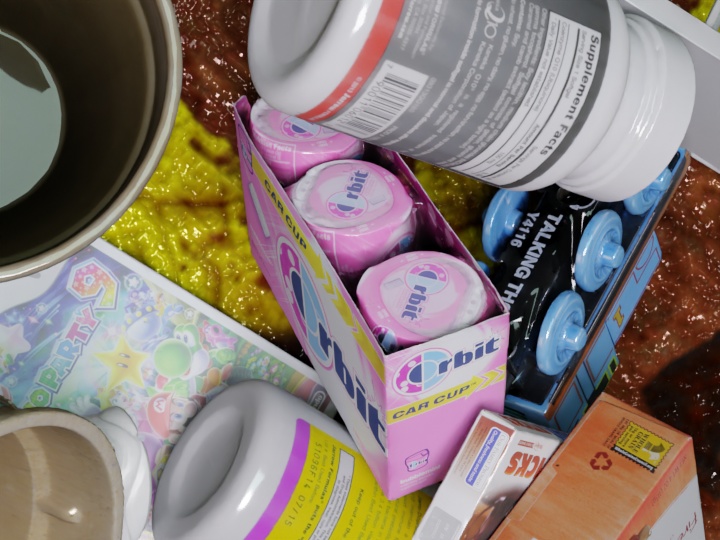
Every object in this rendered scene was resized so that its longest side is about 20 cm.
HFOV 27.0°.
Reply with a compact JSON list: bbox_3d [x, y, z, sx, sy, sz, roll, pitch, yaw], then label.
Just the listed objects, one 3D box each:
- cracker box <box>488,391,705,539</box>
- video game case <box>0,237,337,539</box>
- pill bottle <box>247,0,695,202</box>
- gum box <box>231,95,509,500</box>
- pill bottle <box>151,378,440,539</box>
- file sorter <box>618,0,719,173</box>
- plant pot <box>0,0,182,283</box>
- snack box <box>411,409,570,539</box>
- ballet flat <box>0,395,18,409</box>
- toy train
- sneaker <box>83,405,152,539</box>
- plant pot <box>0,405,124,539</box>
[{"bbox_3d":[0.123,0.174,0.788,0.058,0.200,0.134,28,66,31],"label":"cracker box"},{"bbox_3d":[-0.126,0.076,0.826,0.200,0.018,0.143,32,81,-10],"label":"video game case"},{"bbox_3d":[0.056,-0.104,0.728,0.200,0.116,0.116,16,83,-30],"label":"pill bottle"},{"bbox_3d":[0.000,0.000,0.766,0.066,0.114,0.200,-20,50,-15],"label":"gum box"},{"bbox_3d":[-0.004,0.146,0.797,0.200,0.104,0.104,34,80,-25],"label":"pill bottle"},{"bbox_3d":[0.186,-0.162,0.853,0.200,0.139,0.125,29,78,-10],"label":"file sorter"},{"bbox_3d":[-0.196,-0.088,0.738,0.200,0.174,0.200,1,88,-13],"label":"plant pot"},{"bbox_3d":[0.091,0.118,0.782,0.024,0.200,0.072,29,93,28],"label":"snack box"},{"bbox_3d":[-0.249,0.141,0.771,0.200,0.065,0.071,-42,73,-11],"label":"ballet flat"},{"bbox_3d":[0.115,-0.001,0.842,0.087,0.114,0.200,19,67,30],"label":"toy train"},{"bbox_3d":[-0.153,0.171,0.771,0.080,0.070,0.201,-8,101,-32],"label":"sneaker"},{"bbox_3d":[-0.238,0.120,0.655,0.183,0.200,0.201,22,81,23],"label":"plant pot"}]
